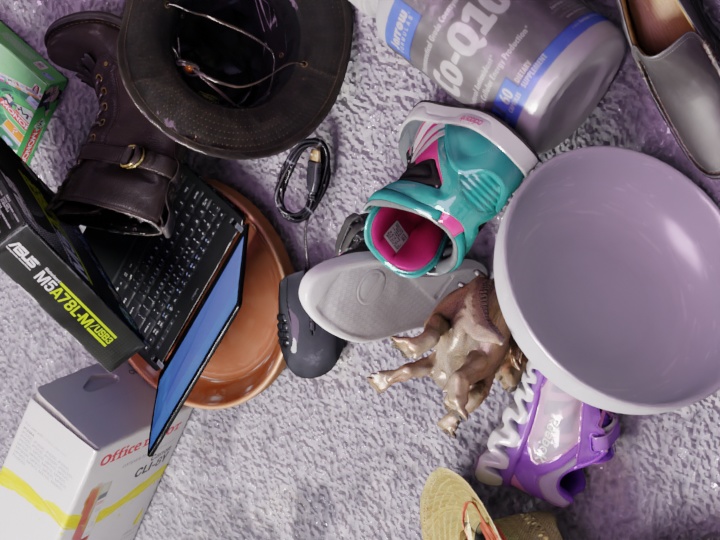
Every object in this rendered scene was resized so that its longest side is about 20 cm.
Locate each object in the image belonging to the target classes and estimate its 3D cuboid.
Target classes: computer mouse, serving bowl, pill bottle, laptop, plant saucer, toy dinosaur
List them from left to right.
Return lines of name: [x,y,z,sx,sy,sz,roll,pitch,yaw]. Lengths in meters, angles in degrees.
laptop: [-0.175,0.016,1.771,0.200,0.103,0.177,43,121,17]
plant saucer: [-0.134,0.018,1.826,0.200,0.032,0.201,10,109,30]
computer mouse: [-0.040,-0.007,1.736,0.058,0.034,0.201,-4,106,-7]
pill bottle: [0.084,-0.185,1.573,0.200,0.114,0.114,39,121,19]
toy dinosaur: [0.086,0.044,1.581,0.086,0.136,0.200,42,160,10]
serving bowl: [0.178,0.014,1.531,0.200,0.200,0.066,56,149,8]

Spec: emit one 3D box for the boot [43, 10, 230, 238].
boot: [-0.208,-0.115,1.754,0.200,0.174,0.069,15,156,28]

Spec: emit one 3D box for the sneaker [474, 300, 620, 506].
sneaker: [0.163,0.099,1.629,0.088,0.080,0.200,32,124,16]

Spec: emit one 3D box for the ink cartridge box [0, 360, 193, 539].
ink cartridge box: [-0.245,0.186,1.877,0.083,0.145,0.200,36,120,19]

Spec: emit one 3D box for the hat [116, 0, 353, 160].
hat: [-0.101,-0.176,1.703,0.201,0.200,0.081,60,164,5]

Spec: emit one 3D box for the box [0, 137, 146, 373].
box: [-0.269,-0.035,1.743,0.047,0.193,0.200,-35,49,0]

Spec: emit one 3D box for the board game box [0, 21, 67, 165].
board game box: [-0.361,-0.174,1.924,0.200,0.029,0.135,41,121,18]

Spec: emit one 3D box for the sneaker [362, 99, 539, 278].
sneaker: [0.048,-0.054,1.583,0.084,0.121,0.200,43,171,-15]

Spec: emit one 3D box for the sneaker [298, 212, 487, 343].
sneaker: [0.000,0.000,1.639,0.099,0.200,0.071,32,112,34]

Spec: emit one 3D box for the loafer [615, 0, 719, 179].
loafer: [0.218,-0.154,1.517,0.073,0.072,0.200,-23,91,35]

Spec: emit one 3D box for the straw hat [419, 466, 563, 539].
straw hat: [0.124,0.231,1.673,0.201,0.085,0.202,162,90,-72]
